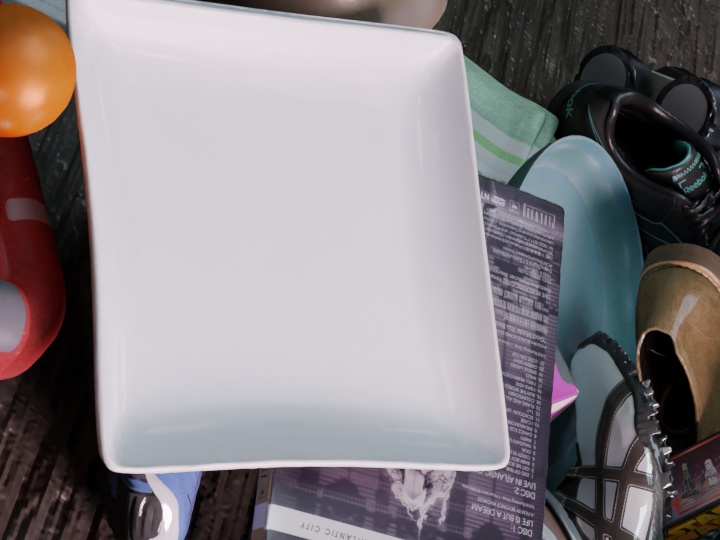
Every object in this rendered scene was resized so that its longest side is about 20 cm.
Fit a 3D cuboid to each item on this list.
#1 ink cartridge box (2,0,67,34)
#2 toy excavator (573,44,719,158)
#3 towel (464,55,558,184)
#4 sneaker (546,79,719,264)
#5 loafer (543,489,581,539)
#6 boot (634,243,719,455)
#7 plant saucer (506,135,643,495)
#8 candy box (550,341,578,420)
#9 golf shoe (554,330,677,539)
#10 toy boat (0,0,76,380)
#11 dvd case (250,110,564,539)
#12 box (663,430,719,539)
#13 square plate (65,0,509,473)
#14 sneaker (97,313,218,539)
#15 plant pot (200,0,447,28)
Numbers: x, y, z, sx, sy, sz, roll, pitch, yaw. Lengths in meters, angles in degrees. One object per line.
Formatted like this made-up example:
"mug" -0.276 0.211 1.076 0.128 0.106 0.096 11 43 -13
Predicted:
"ink cartridge box" -0.220 -0.197 1.031 0.162 0.050 0.201 25 35 -40
"toy excavator" 0.205 -0.019 1.408 0.194 0.201 0.100 27 12 39
"towel" 0.021 -0.068 1.210 0.152 0.023 0.200 35 41 -4
"sneaker" 0.186 -0.029 1.293 0.200 0.079 0.075 46 72 -9
"loafer" 0.048 0.114 1.103 0.063 0.072 0.201 -17 69 -36
"boot" 0.185 0.082 1.256 0.076 0.073 0.201 -67 148 -40
"plant saucer" 0.105 0.027 1.211 0.200 0.027 0.201 -4 94 -60
"candy box" 0.000 0.000 1.069 0.136 0.061 0.201 -19 74 -22
"golf shoe" 0.121 0.125 1.150 0.078 0.094 0.201 69 9 -58
"toy boat" -0.165 -0.061 0.889 0.130 0.130 0.201 14 52 -49
"dvd case" 0.025 0.044 0.991 0.148 0.016 0.201 19 65 -32
"box" 0.239 0.116 1.222 0.137 0.200 0.040 19 49 -44
"square plate" -0.032 -0.013 0.939 0.197 0.028 0.201 3 74 -33
"sneaker" -0.068 0.030 0.961 0.077 0.076 0.201 14 60 -13
"plant pot" -0.042 -0.190 1.148 0.174 0.199 0.200 62 27 -24
